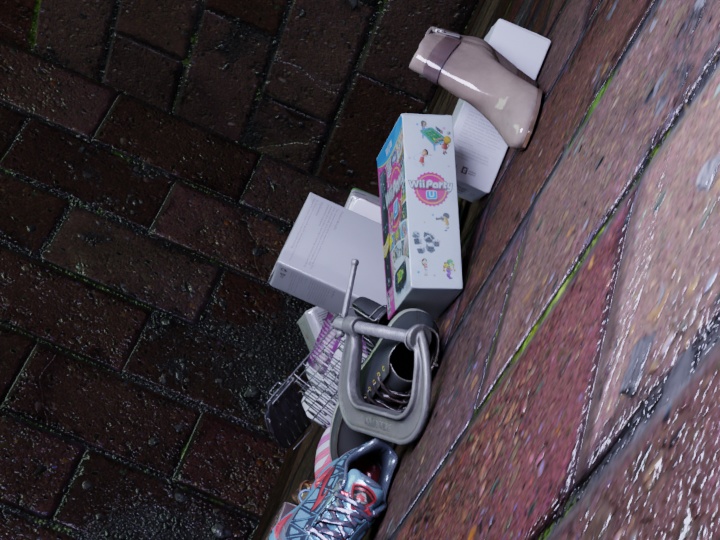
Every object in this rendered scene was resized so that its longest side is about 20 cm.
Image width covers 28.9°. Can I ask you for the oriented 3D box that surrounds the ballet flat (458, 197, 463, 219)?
[{"bbox_3d":[0.106,-0.090,1.833,0.071,0.071,0.200,116,176,-48],"label":"ballet flat"}]

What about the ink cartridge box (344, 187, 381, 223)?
[{"bbox_3d":[0.039,-0.048,1.962,0.200,0.145,0.084,-83,16,-83],"label":"ink cartridge box"}]

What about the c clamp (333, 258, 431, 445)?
[{"bbox_3d":[0.019,0.086,1.411,0.200,0.027,0.171,18,98,59],"label":"c clamp"}]

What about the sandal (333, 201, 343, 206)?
[{"bbox_3d":[-0.056,-0.072,2.053,0.200,0.043,0.076,135,157,-86],"label":"sandal"}]

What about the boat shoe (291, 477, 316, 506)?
[{"bbox_3d":[-0.055,0.297,1.737,0.070,0.070,0.200,-166,101,-89],"label":"boat shoe"}]

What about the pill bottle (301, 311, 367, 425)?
[{"bbox_3d":[-0.007,0.112,1.882,0.112,0.112,0.200,-87,20,-83],"label":"pill bottle"}]

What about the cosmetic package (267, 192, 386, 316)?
[{"bbox_3d":[0.000,0.000,1.747,0.113,0.200,0.081,-64,2,-25],"label":"cosmetic package"}]

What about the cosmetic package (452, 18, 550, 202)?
[{"bbox_3d":[0.152,-0.190,1.682,0.101,0.071,0.201,147,146,-84],"label":"cosmetic package"}]

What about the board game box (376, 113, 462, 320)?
[{"bbox_3d":[0.066,-0.057,1.578,0.148,0.064,0.201,122,147,-71],"label":"board game box"}]

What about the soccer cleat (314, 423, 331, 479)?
[{"bbox_3d":[-0.001,0.190,1.653,0.200,0.067,0.076,-64,7,10],"label":"soccer cleat"}]

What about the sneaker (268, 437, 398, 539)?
[{"bbox_3d":[-0.023,0.234,1.369,0.096,0.079,0.200,-48,7,40],"label":"sneaker"}]

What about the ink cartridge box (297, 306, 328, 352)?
[{"bbox_3d":[-0.040,0.134,2.073,0.050,0.161,0.200,-22,-4,-6],"label":"ink cartridge box"}]

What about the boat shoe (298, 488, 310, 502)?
[{"bbox_3d":[-0.053,0.305,1.593,0.084,0.068,0.200,-81,14,-80],"label":"boat shoe"}]

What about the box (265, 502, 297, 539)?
[{"bbox_3d":[-0.110,0.413,1.814,0.100,0.075,0.200,119,172,-65],"label":"box"}]

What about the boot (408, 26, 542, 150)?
[{"bbox_3d":[0.124,-0.206,1.547,0.200,0.146,0.070,-77,12,-66],"label":"boot"}]

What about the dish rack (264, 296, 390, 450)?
[{"bbox_3d":[-0.032,0.134,1.687,0.200,0.054,0.154,-47,-28,-18],"label":"dish rack"}]

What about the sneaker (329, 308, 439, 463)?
[{"bbox_3d":[0.022,0.136,1.478,0.106,0.075,0.200,-98,32,-84],"label":"sneaker"}]
